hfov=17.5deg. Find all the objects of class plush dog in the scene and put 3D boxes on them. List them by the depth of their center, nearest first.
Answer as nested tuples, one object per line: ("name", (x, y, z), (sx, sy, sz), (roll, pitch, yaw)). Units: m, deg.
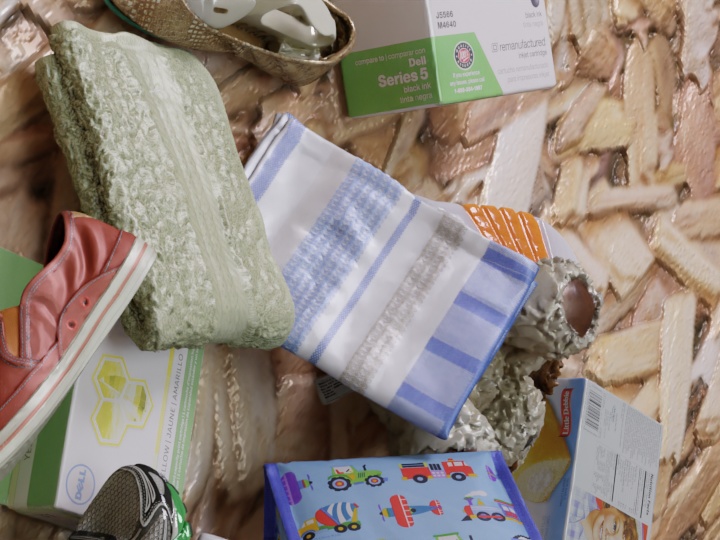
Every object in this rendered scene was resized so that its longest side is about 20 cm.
("plush dog", (0.065, 0.087, 1.557), (0.200, 0.160, 0.172), (-56, 147, -22))

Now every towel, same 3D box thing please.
("towel", (-0.111, -0.048, 1.360), (0.148, 0.036, 0.200), (1, 68, -56))
("towel", (0.000, 0.000, 1.449), (0.200, 0.024, 0.147), (32, 58, 3))

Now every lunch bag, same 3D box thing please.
("lunch bag", (0.034, 0.186, 1.346), (0.150, 0.200, 0.094), (-3, 110, -12))

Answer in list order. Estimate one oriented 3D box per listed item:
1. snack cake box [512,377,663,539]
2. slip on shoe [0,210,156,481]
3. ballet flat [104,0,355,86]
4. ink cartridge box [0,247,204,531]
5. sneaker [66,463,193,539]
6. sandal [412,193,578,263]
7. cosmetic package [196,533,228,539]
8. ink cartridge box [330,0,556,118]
("snack cake box", (0.153, 0.189, 1.686), (0.115, 0.067, 0.201), (32, 61, -47))
("slip on shoe", (-0.175, 0.049, 1.181), (0.061, 0.074, 0.200), (34, 57, -6))
("ballet flat", (-0.075, -0.166, 1.441), (0.200, 0.065, 0.071), (12, 65, -51))
("ink cartridge box", (-0.173, 0.063, 1.305), (0.200, 0.048, 0.146), (28, 65, -50))
("sneaker", (-0.155, 0.183, 1.218), (0.085, 0.078, 0.200), (46, 55, -30))
("sandal", (0.064, -0.007, 1.614), (0.206, 0.059, 0.079), (16, 54, -29))
("cosmetic package", (-0.096, 0.252, 1.250), (0.074, 0.102, 0.200), (22, 54, -5))
("ink cartridge box", (0.049, -0.213, 1.591), (0.145, 0.084, 0.201), (-14, 97, -52))
